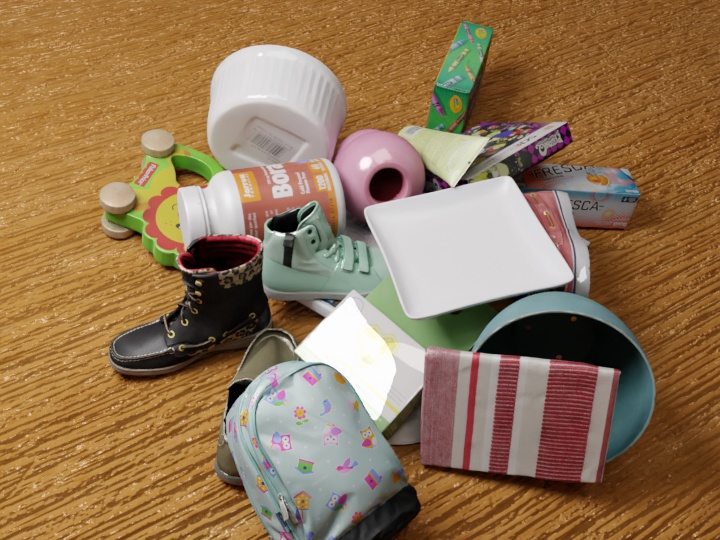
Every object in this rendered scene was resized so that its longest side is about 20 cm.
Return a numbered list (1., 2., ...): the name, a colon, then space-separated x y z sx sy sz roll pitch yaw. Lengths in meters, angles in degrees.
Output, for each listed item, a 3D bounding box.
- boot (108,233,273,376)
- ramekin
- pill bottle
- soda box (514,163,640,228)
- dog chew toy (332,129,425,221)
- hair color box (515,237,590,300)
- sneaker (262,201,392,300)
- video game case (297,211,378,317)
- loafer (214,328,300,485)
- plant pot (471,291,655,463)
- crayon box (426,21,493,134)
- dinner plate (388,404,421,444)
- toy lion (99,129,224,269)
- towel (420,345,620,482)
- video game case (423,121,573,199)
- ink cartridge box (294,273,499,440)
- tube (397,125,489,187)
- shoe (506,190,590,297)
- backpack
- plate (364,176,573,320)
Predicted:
1. boot: -0.195 0.039 0.920 0.198 0.151 0.073 -11 49 -17
2. ramekin: -0.121 -0.207 1.131 0.199 0.201 0.098 7 54 -1
3. pill bottle: -0.127 -0.076 1.024 0.198 0.113 0.113 -10 49 -19
4. soda box: 0.298 -0.110 1.173 0.198 0.069 0.064 2 44 -8
5. dog chew toy: 0.016 -0.142 1.127 0.123 0.126 0.200 -4 21 -11
6. hair color box: 0.198 -0.037 1.102 0.199 0.065 0.109 31 50 22
7. sneaker: -0.023 -0.027 0.976 0.199 0.119 0.074 -6 40 -10
8. video game case: 0.000 0.000 1.052 0.199 0.023 0.182 28 48 26
9. loafer: -0.109 0.138 0.895 0.075 0.070 0.201 10 47 2
10. plant pot: 0.219 0.103 0.904 0.198 0.202 0.135 13 27 5
11. crayon box: 0.160 -0.298 1.299 0.058 0.119 0.201 16 47 8
12. dinner plate: 0.038 0.117 0.967 0.198 0.024 0.201 3 47 -3
13. toy lion: -0.243 -0.089 1.101 0.190 0.069 0.201 19 47 1
14. towel: 0.164 0.154 0.853 0.198 0.145 0.023 5 25 9
15. video game case: 0.169 -0.160 1.143 0.181 0.036 0.200 -30 21 -19
16. ink cartridge box: 0.044 0.073 0.923 0.145 0.048 0.200 39 79 25
17. tube: 0.107 -0.161 1.098 0.051 0.059 0.200 -8 17 -18
18. shoe: 0.227 -0.031 1.014 0.090 0.072 0.201 3 43 -2
19. backpack: -0.042 0.186 0.789 0.166 0.127 0.201 -28 83 -35
20. plate: 0.122 -0.025 0.954 0.198 0.032 0.201 -13 45 -8
